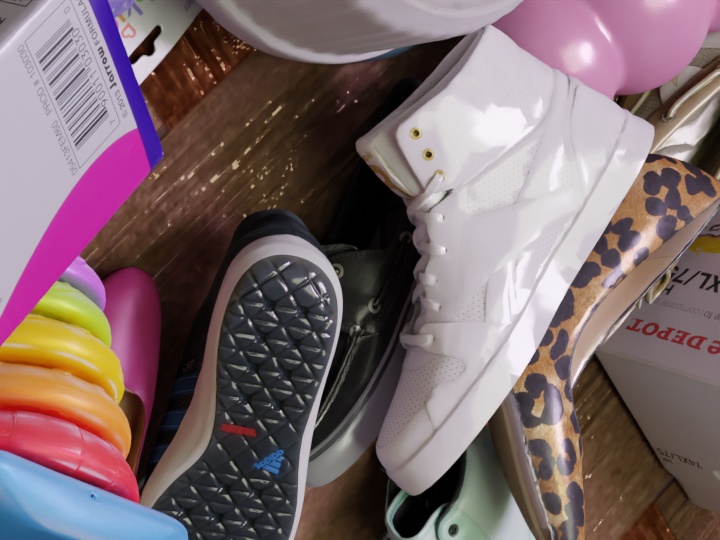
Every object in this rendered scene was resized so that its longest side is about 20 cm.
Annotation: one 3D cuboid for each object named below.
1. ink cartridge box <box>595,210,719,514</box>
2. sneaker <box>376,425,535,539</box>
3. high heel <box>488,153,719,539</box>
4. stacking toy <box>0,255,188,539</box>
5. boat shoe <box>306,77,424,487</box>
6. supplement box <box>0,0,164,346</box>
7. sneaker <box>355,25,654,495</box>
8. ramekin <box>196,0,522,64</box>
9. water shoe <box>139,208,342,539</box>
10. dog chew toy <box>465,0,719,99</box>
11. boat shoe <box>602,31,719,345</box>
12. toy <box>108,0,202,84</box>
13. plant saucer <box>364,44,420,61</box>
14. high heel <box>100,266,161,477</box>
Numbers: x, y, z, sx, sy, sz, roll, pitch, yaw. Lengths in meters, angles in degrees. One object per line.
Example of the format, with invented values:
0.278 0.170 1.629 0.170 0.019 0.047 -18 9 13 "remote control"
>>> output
0.261 0.031 1.111 0.200 0.146 0.146 -51 127 -19 "ink cartridge box"
0.038 0.171 1.006 0.118 0.073 0.202 25 75 -47 "sneaker"
0.129 0.038 0.976 0.142 0.071 0.201 -8 70 -6 "high heel"
-0.137 0.026 0.804 0.116 0.109 0.201 27 51 -40 "stacking toy"
0.000 0.000 0.943 0.066 0.070 0.201 35 77 -31 "boat shoe"
-0.176 -0.022 0.729 0.200 0.103 0.102 -54 144 -34 "supplement box"
0.034 -0.011 0.898 0.115 0.074 0.201 33 80 -12 "sneaker"
0.012 -0.186 0.832 0.201 0.094 0.204 -8 103 -40 "ramekin"
-0.055 0.070 0.905 0.071 0.079 0.201 18 110 -13 "water shoe"
0.127 -0.144 0.977 0.200 0.124 0.125 -45 125 -18 "dog chew toy"
0.156 -0.041 1.061 0.073 0.063 0.201 44 72 -37 "boat shoe"
-0.128 -0.151 0.811 0.115 0.047 0.200 -52 127 -17 "toy"
0.014 -0.195 0.919 0.199 0.036 0.202 -9 104 -41 "plant saucer"
-0.109 0.100 0.854 0.067 0.096 0.201 17 90 -40 "high heel"
